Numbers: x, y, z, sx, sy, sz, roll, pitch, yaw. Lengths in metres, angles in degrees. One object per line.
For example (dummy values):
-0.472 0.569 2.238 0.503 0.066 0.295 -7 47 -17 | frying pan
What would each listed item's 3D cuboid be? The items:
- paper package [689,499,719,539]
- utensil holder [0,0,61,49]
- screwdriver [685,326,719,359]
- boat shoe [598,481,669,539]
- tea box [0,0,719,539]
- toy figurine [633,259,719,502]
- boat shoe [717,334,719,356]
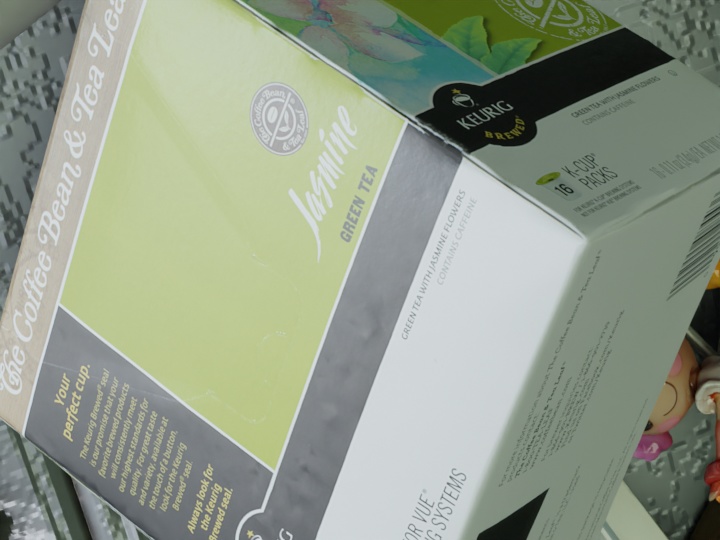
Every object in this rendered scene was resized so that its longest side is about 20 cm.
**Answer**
0.210 0.210 1.004 0.199 0.103 0.192 24 98 -17 | paper package
-0.138 -0.162 0.785 0.200 0.170 0.170 -38 110 2 | utensil holder
0.130 0.022 0.934 0.200 0.028 0.029 42 122 5 | screwdriver
0.054 0.081 0.949 0.071 0.070 0.201 -42 113 -2 | boat shoe
0.000 0.000 0.804 0.196 0.133 0.201 35 125 21 | tea box
0.142 0.026 0.882 0.183 0.150 0.201 7 119 14 | toy figurine
0.189 -0.024 0.960 0.071 0.068 0.201 16 100 26 | boat shoe
